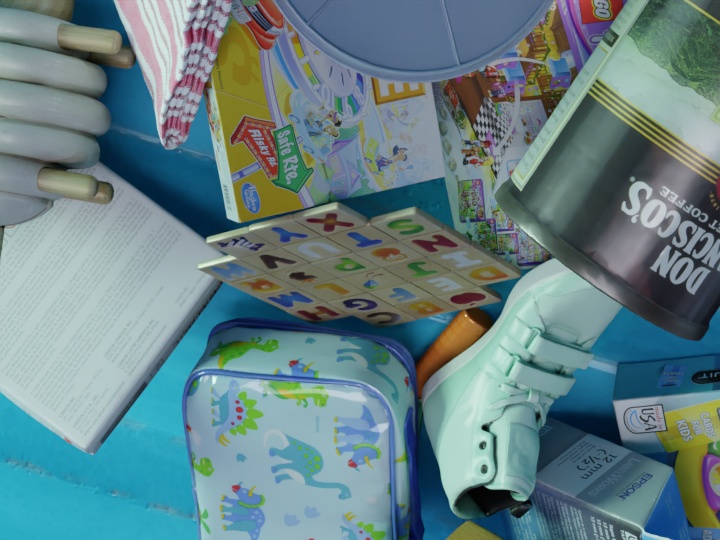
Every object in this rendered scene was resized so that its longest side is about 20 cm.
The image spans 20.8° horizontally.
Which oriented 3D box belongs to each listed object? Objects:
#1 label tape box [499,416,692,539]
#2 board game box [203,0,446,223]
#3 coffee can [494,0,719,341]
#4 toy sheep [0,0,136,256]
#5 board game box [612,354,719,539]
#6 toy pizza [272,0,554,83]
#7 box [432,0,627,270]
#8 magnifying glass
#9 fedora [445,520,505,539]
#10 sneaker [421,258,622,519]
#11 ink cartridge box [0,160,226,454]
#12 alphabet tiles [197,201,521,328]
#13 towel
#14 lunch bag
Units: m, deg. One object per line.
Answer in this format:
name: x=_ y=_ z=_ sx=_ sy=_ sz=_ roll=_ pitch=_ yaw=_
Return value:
label tape box: x=0.181 y=0.195 z=1.310 sx=0.199 sy=0.066 sz=0.144 roll=18 pitch=134 yaw=50
board game box: x=-0.031 y=-0.141 z=1.162 sx=0.133 sy=0.034 sz=0.202 roll=-14 pitch=100 yaw=-15
coffee can: x=0.190 y=-0.084 z=1.116 sx=0.146 sy=0.146 sz=0.201 roll=32 pitch=102 yaw=-7
toy sheep: x=-0.218 y=-0.098 z=1.242 sx=0.136 sy=0.138 sz=0.202 roll=9 pitch=85 yaw=8
board game box: x=0.281 y=0.128 z=1.319 sx=0.198 sy=0.047 sz=0.152 roll=-7 pitch=119 yaw=17
toy pizza: x=0.030 y=-0.210 z=1.135 sx=0.198 sy=0.032 sz=0.202 roll=-1 pitch=96 yaw=-12
box: x=0.115 y=-0.096 z=1.225 sx=0.135 sy=0.039 sz=0.202 roll=-4 pitch=120 yaw=16
magnifying glass: x=0.028 y=0.097 z=1.376 sx=0.079 sy=0.022 sz=0.200 roll=33 pitch=122 yaw=-8
fedora: x=0.097 y=0.225 z=1.288 sx=0.200 sy=0.200 sz=0.082 roll=39 pitch=81 yaw=-12
sneaker: x=0.118 y=0.081 z=1.261 sx=0.073 sy=0.119 sz=0.201 roll=17 pitch=133 yaw=-29
ink cartridge box: x=-0.211 y=0.001 z=1.313 sx=0.199 sy=0.050 sz=0.163 roll=36 pitch=81 yaw=7
alphabet tiles: x=0.000 y=0.000 z=1.249 sx=0.165 sy=0.006 sz=0.200 roll=-14 pitch=156 yaw=30
towel: x=-0.121 y=-0.177 z=1.139 sx=0.030 sy=0.148 sz=0.200 roll=-13 pitch=160 yaw=-19
lunch bag: x=-0.035 y=0.135 z=1.356 sx=0.159 sy=0.083 sz=0.202 roll=4 pitch=122 yaw=13
